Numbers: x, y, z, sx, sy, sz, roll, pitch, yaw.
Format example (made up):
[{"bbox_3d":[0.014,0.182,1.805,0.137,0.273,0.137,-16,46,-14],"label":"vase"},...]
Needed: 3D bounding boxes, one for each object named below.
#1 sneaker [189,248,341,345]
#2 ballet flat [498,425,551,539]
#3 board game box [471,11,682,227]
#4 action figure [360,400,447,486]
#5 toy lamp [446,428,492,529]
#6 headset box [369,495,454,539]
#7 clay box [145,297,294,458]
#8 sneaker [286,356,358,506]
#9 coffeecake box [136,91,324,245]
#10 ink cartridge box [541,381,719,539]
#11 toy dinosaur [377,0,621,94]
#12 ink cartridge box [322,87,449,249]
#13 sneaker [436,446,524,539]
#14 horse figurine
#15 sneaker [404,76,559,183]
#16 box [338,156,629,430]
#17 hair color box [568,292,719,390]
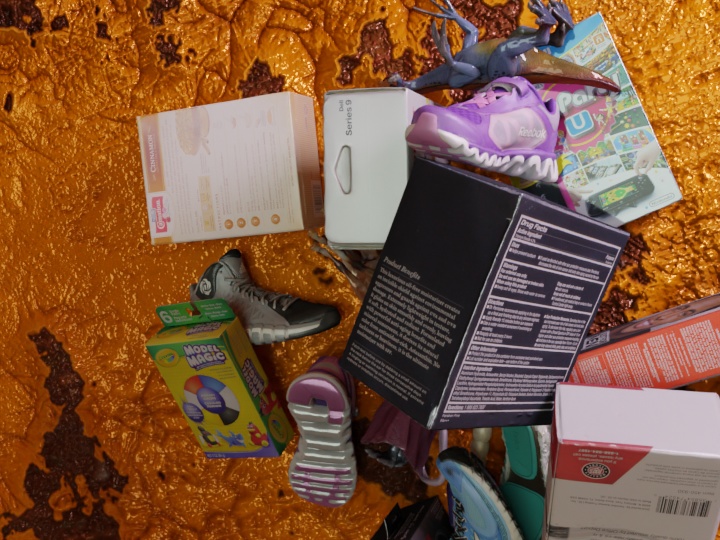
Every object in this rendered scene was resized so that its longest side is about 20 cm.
[{"bbox_3d":[-0.124,0.028,0.928,0.199,0.075,0.116,-8,90,20],"label":"sneaker"},{"bbox_3d":[0.189,0.212,0.837,0.071,0.072,0.201,6,123,18],"label":"ballet flat"},{"bbox_3d":[0.217,-0.134,0.804,0.147,0.064,0.201,-24,86,19],"label":"board game box"},{"bbox_3d":[0.079,0.124,0.854,0.149,0.134,0.201,33,78,-20],"label":"action figure"},{"bbox_3d":[0.131,0.191,0.868,0.058,0.058,0.201,10,96,17],"label":"toy lamp"},{"bbox_3d":[0.074,0.355,0.854,0.077,0.149,0.201,-27,86,19],"label":"headset box"},{"bbox_3d":[-0.169,0.130,0.918,0.114,0.048,0.201,-9,117,29],"label":"clay box"},{"bbox_3d":[-0.036,0.183,0.908,0.080,0.089,0.201,6,119,9],"label":"sneaker"},{"bbox_3d":[-0.152,-0.116,0.922,0.199,0.073,0.154,-4,94,19],"label":"coffeecake box"},{"bbox_3d":[0.247,0.209,0.728,0.146,0.083,0.201,3,123,10],"label":"ink cartridge box"},{"bbox_3d":[0.113,-0.193,0.759,0.181,0.105,0.200,-34,96,38],"label":"toy dinosaur"},{"bbox_3d":[0.033,-0.099,0.795,0.087,0.200,0.146,0,95,19],"label":"ink cartridge box"},{"bbox_3d":[0.121,0.279,0.812,0.090,0.078,0.201,-25,100,1],"label":"sneaker"},{"bbox_3d":[0.000,0.000,0.839,0.132,0.200,0.050,42,98,-18],"label":"horse figurine"},{"bbox_3d":[0.118,-0.134,0.704,0.080,0.200,0.089,26,107,40],"label":"sneaker"},{"bbox_3d":[0.114,0.024,0.702,0.123,0.199,0.199,30,103,41],"label":"box"},{"bbox_3d":[0.290,0.082,0.780,0.199,0.101,0.062,-21,89,18],"label":"hair color box"}]
